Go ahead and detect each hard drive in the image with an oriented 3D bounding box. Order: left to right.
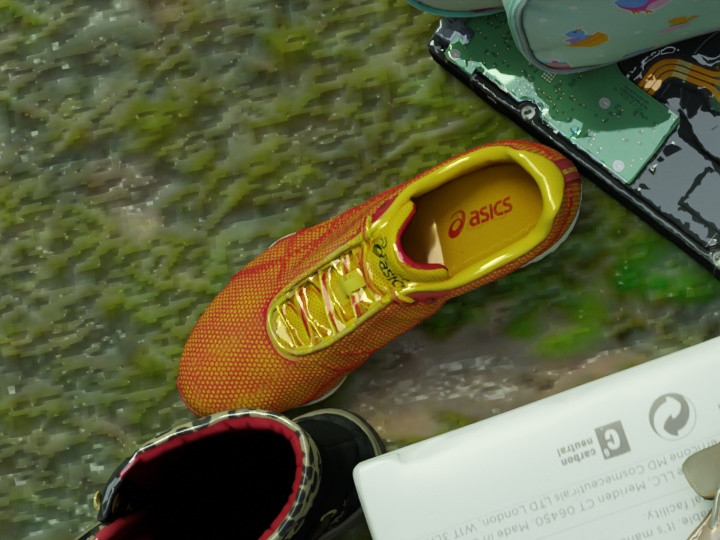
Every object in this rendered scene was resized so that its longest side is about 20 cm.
[{"bbox_3d":[0.147,-0.090,0.896,0.200,0.038,0.140,37,89,10],"label":"hard drive"}]

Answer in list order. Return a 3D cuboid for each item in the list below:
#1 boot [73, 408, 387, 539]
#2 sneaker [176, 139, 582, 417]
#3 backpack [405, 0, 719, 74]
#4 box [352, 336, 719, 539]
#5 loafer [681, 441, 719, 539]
[{"bbox_3d":[-0.083,0.119,0.843,0.199,0.151,0.073,-31,80,3],"label":"boot"},{"bbox_3d":[0.000,0.000,0.882,0.199,0.077,0.073,-34,80,13],"label":"sneaker"},{"bbox_3d":[0.092,-0.165,0.807,0.199,0.176,0.154,-9,78,11],"label":"backpack"},{"bbox_3d":[0.125,0.140,0.822,0.198,0.131,0.201,-20,80,4],"label":"box"},{"bbox_3d":[0.129,0.094,0.729,0.063,0.072,0.201,26,89,18],"label":"loafer"}]
